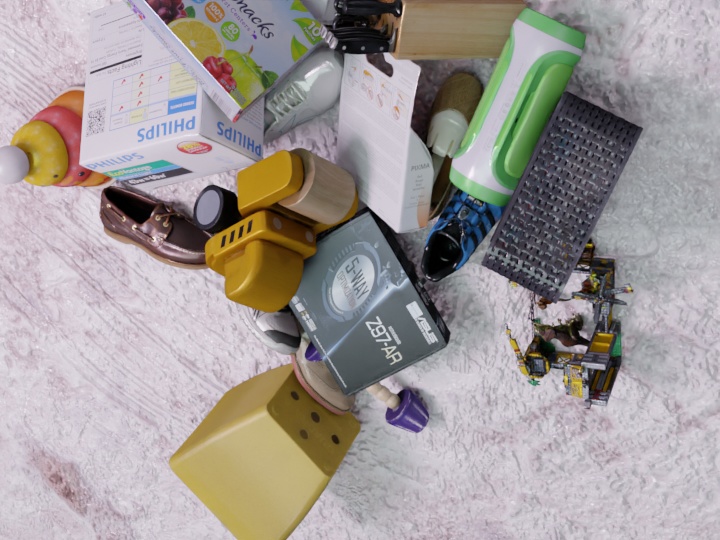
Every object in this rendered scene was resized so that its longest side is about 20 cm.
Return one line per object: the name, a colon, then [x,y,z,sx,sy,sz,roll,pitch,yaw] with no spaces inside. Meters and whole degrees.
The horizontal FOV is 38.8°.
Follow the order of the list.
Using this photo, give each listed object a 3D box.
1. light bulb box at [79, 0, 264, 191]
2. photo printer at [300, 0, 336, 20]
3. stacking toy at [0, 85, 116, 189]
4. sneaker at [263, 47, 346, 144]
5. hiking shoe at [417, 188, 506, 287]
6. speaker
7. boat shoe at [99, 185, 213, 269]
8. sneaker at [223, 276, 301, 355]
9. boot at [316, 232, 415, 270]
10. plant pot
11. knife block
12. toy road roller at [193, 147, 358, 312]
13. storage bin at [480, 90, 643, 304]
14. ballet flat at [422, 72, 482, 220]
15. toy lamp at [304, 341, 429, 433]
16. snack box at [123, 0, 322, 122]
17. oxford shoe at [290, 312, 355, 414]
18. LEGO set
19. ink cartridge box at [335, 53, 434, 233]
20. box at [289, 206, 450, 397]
light bulb box: [-0.224,-0.221,1.237,0.195,0.124,0.204,-8,74,31]
photo printer: [-0.072,-0.407,1.148,0.164,0.070,0.202,26,126,13]
stacking toy: [-0.424,-0.158,1.381,0.144,0.200,0.149,12,116,25]
sneaker: [-0.094,-0.202,1.271,0.199,0.080,0.071,-32,99,35]
hiking shoe: [0.134,-0.065,1.226,0.074,0.087,0.202,30,126,8]
speaker: [0.169,-0.177,1.116,0.087,0.088,0.203,27,107,10]
boat shoe: [-0.288,-0.062,1.452,0.197,0.071,0.071,19,128,17]
sneaker: [-0.127,0.016,1.378,0.087,0.075,0.202,-39,72,19]
boot: [0.000,0.000,1.351,0.144,0.070,0.203,-3,117,21]
plant pot: [-0.116,0.252,1.470,0.200,0.200,0.176,47,122,-5]
knife block: [0.061,-0.263,1.096,0.197,0.176,0.065,21,126,14]
toy road roller: [-0.099,-0.040,1.223,0.198,0.122,0.149,-25,62,33]
storage bin: [0.216,-0.077,1.107,0.093,0.135,0.203,26,96,10]
ballet flat: [0.093,-0.134,1.217,0.067,0.073,0.202,27,126,6]
toy lamp: [0.013,0.156,1.412,0.199,0.059,0.058,40,128,-16]
snack box: [-0.154,-0.287,1.126,0.200,0.142,0.053,47,158,-6]
oxford shoe: [-0.057,0.112,1.435,0.074,0.071,0.202,-26,105,29]
LEGO set: [0.243,0.074,1.229,0.151,0.116,0.203,12,121,20]
ink cartridge box: [0.031,-0.170,1.198,0.162,0.049,0.203,44,135,46]
box: [0.000,0.040,1.309,0.158,0.044,0.202,-27,102,18]
